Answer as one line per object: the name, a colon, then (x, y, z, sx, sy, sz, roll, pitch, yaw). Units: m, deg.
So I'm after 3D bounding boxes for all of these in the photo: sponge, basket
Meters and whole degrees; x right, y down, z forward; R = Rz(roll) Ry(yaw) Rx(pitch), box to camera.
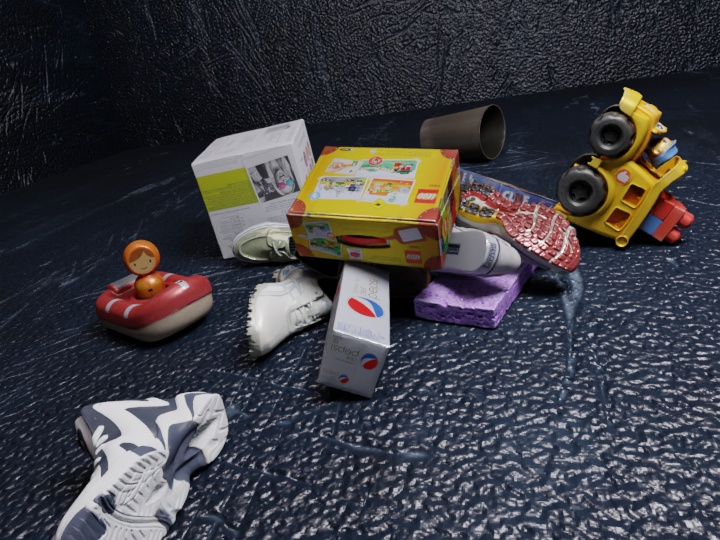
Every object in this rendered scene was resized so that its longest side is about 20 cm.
sponge: (0.166, 0.014, 0.764, 0.110, 0.030, 0.200, 5, 27, 32)
basket: (0.276, -0.373, 1.527, 0.197, 0.138, 0.180, 3, 30, 38)

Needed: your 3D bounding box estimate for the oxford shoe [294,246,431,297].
oxford shoe: (0.000, 0.000, 0.771, 0.196, 0.073, 0.072, 13, 12, 12)

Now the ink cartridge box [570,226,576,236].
ink cartridge box: (0.222, -0.058, 0.858, 0.197, 0.040, 0.099, 8, 3, 36)

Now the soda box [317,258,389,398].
soda box: (-0.004, 0.059, 0.656, 0.062, 0.069, 0.201, 17, 22, -4)

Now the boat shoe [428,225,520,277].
boat shoe: (0.142, -0.027, 0.751, 0.065, 0.073, 0.199, 15, -2, -21)

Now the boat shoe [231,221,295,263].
boat shoe: (-0.136, -0.051, 0.998, 0.196, 0.073, 0.062, -8, 19, -4)

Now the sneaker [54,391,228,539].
sneaker: (-0.217, 0.172, 0.482, 0.127, 0.081, 0.200, -4, 22, 17)

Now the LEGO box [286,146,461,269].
LEGO box: (0.024, -0.088, 0.730, 0.196, 0.078, 0.150, 6, 48, 20)

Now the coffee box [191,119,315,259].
coffee box: (-0.191, -0.166, 1.109, 0.196, 0.201, 0.201, -11, 26, 7)

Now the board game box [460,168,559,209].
board game box: (0.264, -0.146, 1.029, 0.133, 0.035, 0.200, 13, 15, -20)

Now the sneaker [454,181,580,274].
sneaker: (0.211, -0.051, 0.763, 0.078, 0.083, 0.199, -39, 52, -21)

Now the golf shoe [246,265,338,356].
golf shoe: (-0.087, 0.047, 0.741, 0.095, 0.080, 0.201, 2, 25, 13)

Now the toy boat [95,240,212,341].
toy boat: (-0.313, 0.019, 0.823, 0.197, 0.133, 0.130, 8, 28, 37)

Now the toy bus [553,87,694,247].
toy bus: (0.406, -0.137, 0.812, 0.190, 0.202, 0.135, 33, 33, 17)
